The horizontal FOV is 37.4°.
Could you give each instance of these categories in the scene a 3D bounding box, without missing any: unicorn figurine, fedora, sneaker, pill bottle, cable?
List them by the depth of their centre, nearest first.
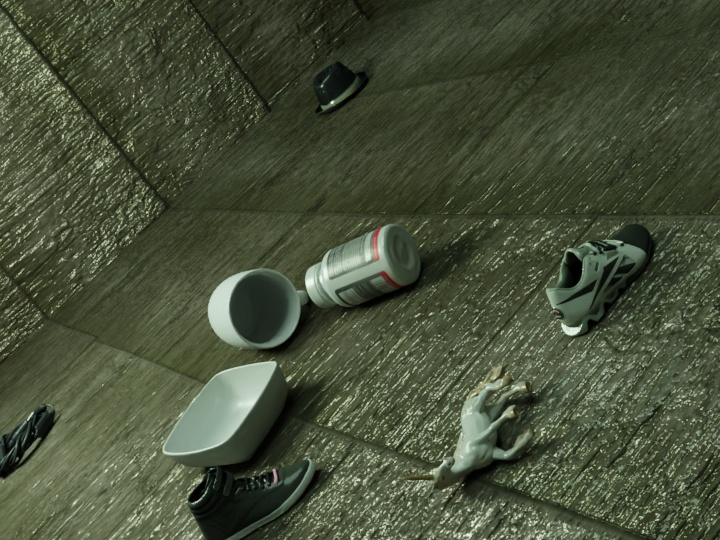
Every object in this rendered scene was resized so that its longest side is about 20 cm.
[{"bbox_3d":[0.149,0.205,1.334,0.137,0.074,0.200,-38,5,26],"label":"unicorn figurine"},{"bbox_3d":[0.325,-0.011,1.450,0.200,0.089,0.074,-48,22,-26],"label":"sneaker"},{"bbox_3d":[-0.165,0.316,1.547,0.199,0.100,0.071,-35,20,5],"label":"sneaker"},{"bbox_3d":[0.000,0.000,1.897,0.199,0.111,0.111,-22,27,34],"label":"pill bottle"},{"bbox_3d":[-0.788,0.390,2.433,0.162,0.051,0.201,-24,26,32],"label":"cable"},{"bbox_3d":[-0.076,-0.546,3.110,0.199,0.092,0.201,-31,23,15],"label":"fedora"}]

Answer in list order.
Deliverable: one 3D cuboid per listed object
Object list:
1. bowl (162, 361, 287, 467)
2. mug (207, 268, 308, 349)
[{"bbox_3d":[-0.216,0.253,1.784,0.199,0.075,0.201,-16,30,44],"label":"bowl"},{"bbox_3d":[-0.194,0.071,2.047,0.198,0.149,0.175,-14,2,-28],"label":"mug"}]
